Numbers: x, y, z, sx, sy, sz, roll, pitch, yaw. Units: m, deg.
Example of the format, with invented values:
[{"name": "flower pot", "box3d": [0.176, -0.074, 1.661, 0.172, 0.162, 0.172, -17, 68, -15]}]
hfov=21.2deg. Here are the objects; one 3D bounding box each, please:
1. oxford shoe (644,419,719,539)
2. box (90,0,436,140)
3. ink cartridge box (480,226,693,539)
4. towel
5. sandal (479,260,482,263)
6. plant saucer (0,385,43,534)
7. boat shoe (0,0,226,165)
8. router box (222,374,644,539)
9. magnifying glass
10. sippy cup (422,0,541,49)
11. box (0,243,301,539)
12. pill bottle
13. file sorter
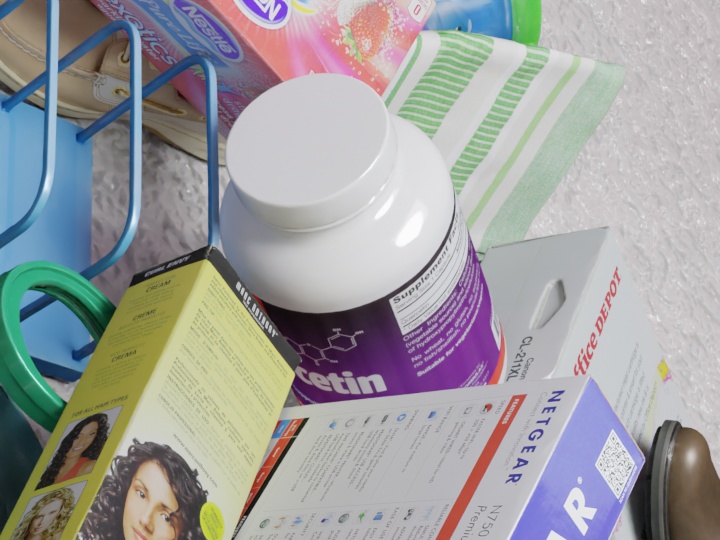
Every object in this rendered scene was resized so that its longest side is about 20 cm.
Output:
[{"name": "oxford shoe", "box3d": [0.212, 0.162, 1.063, 0.200, 0.084, 0.073, 64, 35, -27]}, {"name": "box", "box3d": [-0.068, -0.155, 0.934, 0.200, 0.094, 0.103, 47, 65, -38]}, {"name": "ink cartridge box", "box3d": [0.122, 0.098, 1.087, 0.200, 0.083, 0.146, 64, 34, -28]}, {"name": "towel", "box3d": [0.056, -0.067, 1.117, 0.200, 0.153, 0.023, 5, 34, -46]}, {"name": "sandal", "box3d": [0.045, 0.048, 1.114, 0.076, 0.048, 0.200, 64, 25, -1]}, {"name": "plant saucer", "box3d": [-0.148, 0.137, 0.746, 0.200, 0.027, 0.201, -12, 90, -80]}, {"name": "boat shoe", "box3d": [-0.114, -0.116, 1.011, 0.200, 0.069, 0.074, 17, 56, -42]}, {"name": "router box", "box3d": [-0.008, 0.133, 0.738, 0.049, 0.179, 0.200, 55, 47, -26]}, {"name": "magnifying glass", "box3d": [-0.093, 0.056, 0.859, 0.200, 0.022, 0.080, 31, 37, -44]}, {"name": "sippy cup", "box3d": [0.017, -0.162, 1.124, 0.130, 0.140, 0.179, -21, 92, -18]}, {"name": "box", "box3d": [-0.085, 0.081, 0.777, 0.075, 0.050, 0.200, 54, 33, -27]}, {"name": "pill bottle", "box3d": [0.000, 0.000, 0.928, 0.200, 0.112, 0.113, 66, 23, -50]}, {"name": "file sorter", "box3d": [-0.173, -0.057, 0.867, 0.200, 0.122, 0.139, 22, 53, -39]}]
